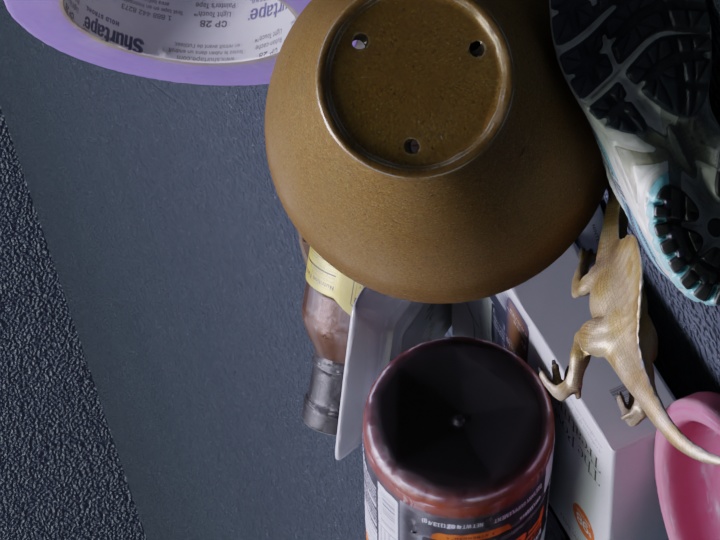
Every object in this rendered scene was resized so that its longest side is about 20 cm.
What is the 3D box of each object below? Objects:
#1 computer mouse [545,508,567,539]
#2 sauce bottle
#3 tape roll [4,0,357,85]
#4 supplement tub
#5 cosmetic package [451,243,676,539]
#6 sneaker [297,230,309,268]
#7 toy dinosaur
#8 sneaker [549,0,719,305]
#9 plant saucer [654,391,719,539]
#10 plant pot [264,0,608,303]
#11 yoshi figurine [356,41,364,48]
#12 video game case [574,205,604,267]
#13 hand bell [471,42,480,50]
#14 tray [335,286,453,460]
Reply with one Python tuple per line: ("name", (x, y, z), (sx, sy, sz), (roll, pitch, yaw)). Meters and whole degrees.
("computer mouse", (0.099, 0.174, 1.877), (0.139, 0.053, 0.200), (88, 157, -55))
("sauce bottle", (0.000, 0.000, 1.645), (0.065, 0.064, 0.201), (-132, 45, -55))
("tape roll", (-0.095, -0.178, 1.549), (0.200, 0.199, 0.085), (116, 160, -71))
("supplement tub", (0.055, 0.127, 1.573), (0.200, 0.107, 0.107), (87, 157, -60))
("cosmetic package", (0.113, 0.060, 1.571), (0.151, 0.052, 0.200), (83, 161, -53))
("sneaker", (-0.015, -0.050, 1.941), (0.200, 0.070, 0.076), (62, 164, 22))
("toy dinosaur", (0.131, 0.034, 1.401), (0.101, 0.058, 0.201), (108, 160, -51))
("sneaker", (0.132, -0.078, 1.338), (0.086, 0.077, 0.201), (-168, 58, -77))
("plant saucer", (0.216, 0.151, 1.406), (0.200, 0.051, 0.201), (158, 90, -77))
("plant pot", (0.033, -0.083, 1.363), (0.200, 0.186, 0.187), (39, -152, -83))
("yoshi figurine", (0.027, -0.129, 1.677), (0.112, 0.113, 0.200), (33, 150, -3))
("video game case", (0.120, 0.032, 1.654), (0.200, 0.022, 0.183), (-150, 41, -70))
("hand bell", (0.040, -0.184, 1.553), (0.104, 0.104, 0.201), (96, 161, -62))
("tray", (0.033, 0.021, 1.620), (0.200, 0.022, 0.108), (-53, -25, -55))
